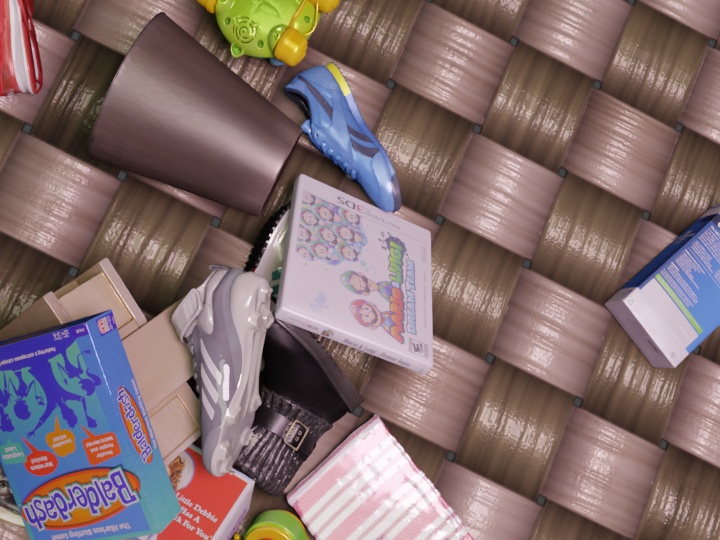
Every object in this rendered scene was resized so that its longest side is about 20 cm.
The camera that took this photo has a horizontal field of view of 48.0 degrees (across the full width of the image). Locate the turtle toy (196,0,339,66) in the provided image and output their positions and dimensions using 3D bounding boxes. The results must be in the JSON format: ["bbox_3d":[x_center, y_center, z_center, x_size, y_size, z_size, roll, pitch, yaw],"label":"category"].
[{"bbox_3d":[-0.095,-0.331,0.956,0.144,0.101,0.202,33,80,-2],"label":"turtle toy"}]

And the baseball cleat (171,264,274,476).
[{"bbox_3d":[-0.145,0.097,0.812,0.104,0.070,0.205,14,90,20],"label":"baseball cleat"}]

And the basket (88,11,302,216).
[{"bbox_3d":[-0.175,-0.160,0.916,0.197,0.136,0.183,28,89,-6],"label":"basket"}]

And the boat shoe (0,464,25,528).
[{"bbox_3d":[-0.390,0.222,0.877,0.196,0.072,0.066,23,86,2],"label":"boat shoe"}]

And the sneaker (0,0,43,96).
[{"bbox_3d":[-0.438,-0.299,0.927,0.113,0.078,0.205,-9,83,-9],"label":"sneaker"}]

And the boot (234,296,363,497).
[{"bbox_3d":[-0.099,0.137,0.877,0.157,0.079,0.212,-42,122,-11],"label":"boot"}]

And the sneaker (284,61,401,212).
[{"bbox_3d":[-0.022,-0.148,0.959,0.077,0.066,0.203,-27,82,-17],"label":"sneaker"}]

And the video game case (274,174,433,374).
[{"bbox_3d":[0.000,0.000,0.894,0.179,0.024,0.203,22,45,-19],"label":"video game case"}]

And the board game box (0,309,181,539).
[{"bbox_3d":[-0.268,0.153,0.753,0.149,0.045,0.204,-15,99,20],"label":"board game box"}]

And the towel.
[{"bbox_3d":[0.026,0.292,0.939,0.146,0.030,0.201,-39,87,-9],"label":"towel"}]

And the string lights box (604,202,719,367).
[{"bbox_3d":[0.412,0.015,0.997,0.199,0.059,0.103,-39,89,-9],"label":"string lights box"}]

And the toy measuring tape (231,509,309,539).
[{"bbox_3d":[-0.059,0.298,0.888,0.195,0.073,0.075,-7,84,15],"label":"toy measuring tape"}]

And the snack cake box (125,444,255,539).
[{"bbox_3d":[-0.225,0.232,0.851,0.197,0.068,0.115,28,47,10],"label":"snack cake box"}]

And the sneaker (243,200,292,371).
[{"bbox_3d":[-0.092,0.022,0.941,0.092,0.070,0.203,26,81,-18],"label":"sneaker"}]

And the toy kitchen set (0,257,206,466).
[{"bbox_3d":[-0.251,0.094,0.880,0.163,0.179,0.202,-38,101,-42],"label":"toy kitchen set"}]
